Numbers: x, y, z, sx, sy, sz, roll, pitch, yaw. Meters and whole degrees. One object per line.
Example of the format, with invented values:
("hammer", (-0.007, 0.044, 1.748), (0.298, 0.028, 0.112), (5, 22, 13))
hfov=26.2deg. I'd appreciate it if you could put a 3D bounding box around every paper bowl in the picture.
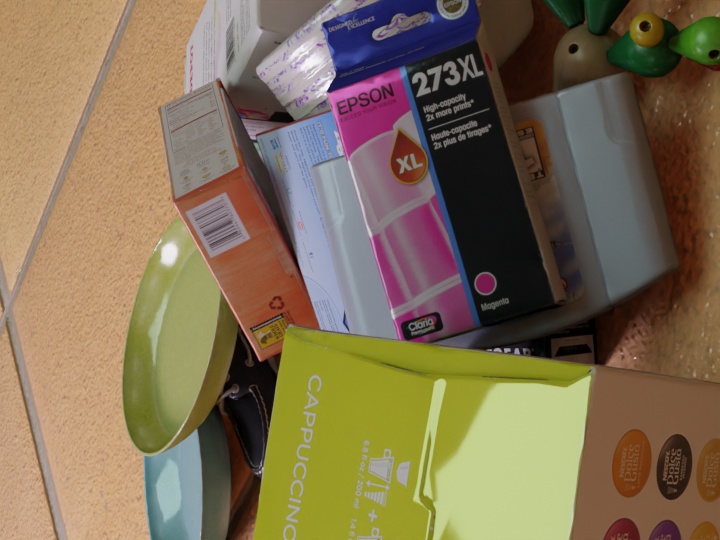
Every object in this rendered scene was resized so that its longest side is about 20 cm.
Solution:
("paper bowl", (0.035, -0.161, 1.036), (0.200, 0.104, 0.201), (-40, 10, 8))

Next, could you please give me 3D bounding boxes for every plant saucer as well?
("plant saucer", (-0.143, 0.052, 1.256), (0.200, 0.031, 0.201), (-36, 48, 53))
("plant saucer", (-0.147, 0.177, 1.329), (0.200, 0.036, 0.202), (179, 90, -68))

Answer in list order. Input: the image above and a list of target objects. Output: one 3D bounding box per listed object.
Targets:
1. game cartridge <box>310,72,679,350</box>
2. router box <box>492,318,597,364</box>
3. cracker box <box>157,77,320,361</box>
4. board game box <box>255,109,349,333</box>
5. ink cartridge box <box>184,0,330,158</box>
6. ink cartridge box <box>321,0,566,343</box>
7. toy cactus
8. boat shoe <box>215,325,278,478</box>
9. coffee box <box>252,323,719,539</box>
("game cartridge", (0.077, -0.023, 0.898), (0.199, 0.042, 0.134), (-16, 82, 18))
("router box", (0.063, -0.007, 1.000), (0.199, 0.051, 0.150), (-5, 88, 53))
("cracker box", (-0.088, -0.042, 1.108), (0.057, 0.134, 0.200), (-26, 25, 2))
("board game box", (-0.002, -0.003, 0.992), (0.103, 0.019, 0.201), (-9, 101, 54))
("ink cartridge box", (-0.076, -0.177, 1.240), (0.200, 0.083, 0.146), (125, 148, -51))
("ink cartridge box", (0.042, -0.063, 0.874), (0.094, 0.037, 0.201), (-18, 83, 18))
("toy cactus", (0.147, -0.160, 0.921), (0.200, 0.102, 0.166), (38, 141, 30))
("boat shoe", (-0.100, 0.086, 1.283), (0.074, 0.060, 0.201), (-51, 40, 41))
("coffee box", (0.078, 0.143, 0.781), (0.199, 0.197, 0.201), (6, 86, 44))
